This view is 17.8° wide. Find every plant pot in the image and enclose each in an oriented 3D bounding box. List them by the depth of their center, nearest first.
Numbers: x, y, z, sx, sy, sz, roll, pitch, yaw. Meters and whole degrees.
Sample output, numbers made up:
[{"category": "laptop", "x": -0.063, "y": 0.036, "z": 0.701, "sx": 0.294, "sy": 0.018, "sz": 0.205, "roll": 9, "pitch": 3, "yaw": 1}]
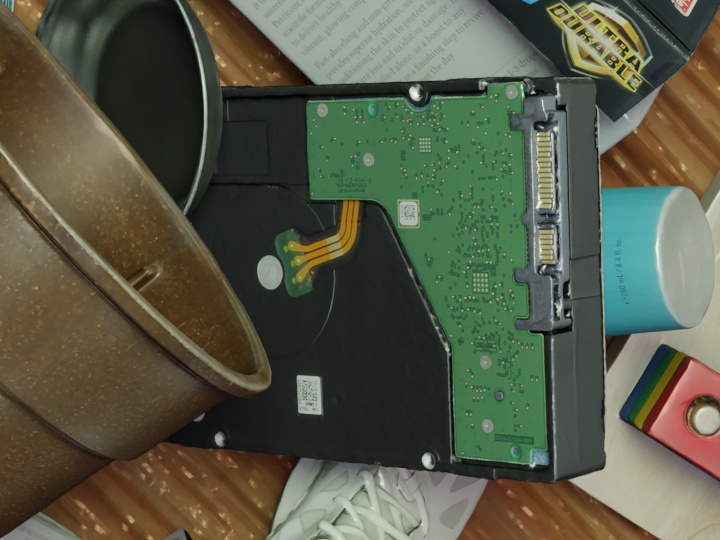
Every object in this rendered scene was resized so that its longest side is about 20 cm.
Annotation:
[{"category": "plant pot", "x": -0.167, "y": 0.021, "z": 0.738, "sx": 0.198, "sy": 0.200, "sz": 0.201, "roll": -39, "pitch": 98, "yaw": 5}]

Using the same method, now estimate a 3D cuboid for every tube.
[{"category": "tube", "x": 0.034, "y": 0.001, "z": 0.871, "sx": 0.199, "sy": 0.050, "sz": 0.078, "roll": -5, "pitch": 92, "yaw": 32}]

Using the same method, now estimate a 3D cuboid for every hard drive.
[{"category": "hard drive", "x": 0.000, "y": 0.000, "z": 0.846, "sx": 0.038, "sy": 0.199, "sz": 0.141, "roll": -8, "pitch": 97, "yaw": -48}]

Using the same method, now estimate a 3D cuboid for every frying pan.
[{"category": "frying pan", "x": -0.106, "y": -0.090, "z": 0.884, "sx": 0.031, "sy": 0.115, "sz": 0.191, "roll": -6, "pitch": 52, "yaw": -41}]

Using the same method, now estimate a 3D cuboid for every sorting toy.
[{"category": "sorting toy", "x": 0.213, "y": 0.048, "z": 0.928, "sx": 0.198, "sy": 0.070, "sz": 0.201, "roll": 32, "pitch": 89, "yaw": -9}]

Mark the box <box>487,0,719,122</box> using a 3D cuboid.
[{"category": "box", "x": 0.082, "y": -0.171, "z": 0.845, "sx": 0.159, "sy": 0.046, "sz": 0.200, "roll": 43, "pitch": 45, "yaw": -8}]

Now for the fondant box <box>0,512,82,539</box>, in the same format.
[{"category": "fondant box", "x": -0.213, "y": 0.148, "z": 0.836, "sx": 0.144, "sy": 0.058, "sz": 0.201, "roll": 26, "pitch": 80, "yaw": 27}]

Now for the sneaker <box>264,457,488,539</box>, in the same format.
[{"category": "sneaker", "x": 0.003, "y": 0.113, "z": 0.862, "sx": 0.076, "sy": 0.115, "sz": 0.201, "roll": 49, "pitch": 68, "yaw": -12}]

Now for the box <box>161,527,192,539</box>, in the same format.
[{"category": "box", "x": -0.066, "y": 0.218, "z": 0.921, "sx": 0.110, "sy": 0.035, "sz": 0.201, "roll": -30, "pitch": 98, "yaw": -4}]

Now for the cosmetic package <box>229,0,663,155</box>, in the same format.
[{"category": "cosmetic package", "x": 0.016, "y": -0.118, "z": 0.864, "sx": 0.200, "sy": 0.101, "sz": 0.071, "roll": 44, "pitch": 47, "yaw": -9}]

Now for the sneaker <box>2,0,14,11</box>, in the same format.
[{"category": "sneaker", "x": -0.161, "y": -0.079, "z": 0.857, "sx": 0.078, "sy": 0.090, "sz": 0.202, "roll": -14, "pitch": 96, "yaw": -6}]
